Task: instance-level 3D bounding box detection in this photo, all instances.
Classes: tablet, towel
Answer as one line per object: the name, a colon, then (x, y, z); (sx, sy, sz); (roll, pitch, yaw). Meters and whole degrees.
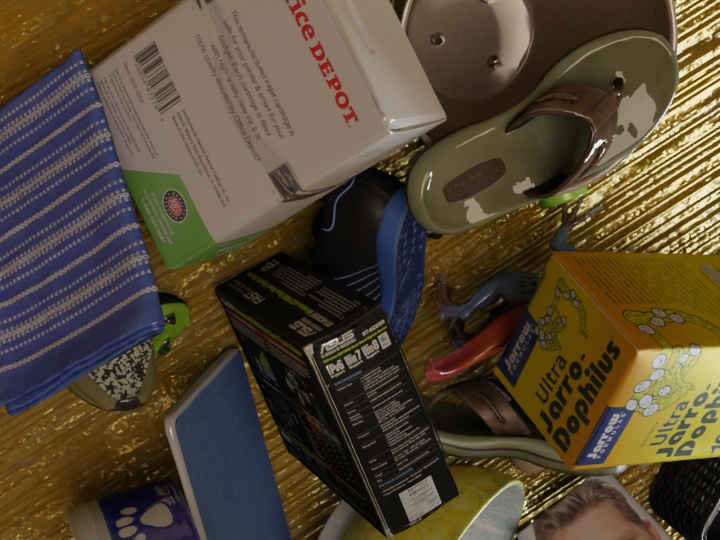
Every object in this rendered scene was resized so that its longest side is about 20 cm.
tablet: (-0.092, 0.171, 1.063); (0.014, 0.130, 0.200); (-7, 108, 21)
towel: (-0.205, -0.022, 0.934); (0.145, 0.024, 0.200); (-28, 71, 27)

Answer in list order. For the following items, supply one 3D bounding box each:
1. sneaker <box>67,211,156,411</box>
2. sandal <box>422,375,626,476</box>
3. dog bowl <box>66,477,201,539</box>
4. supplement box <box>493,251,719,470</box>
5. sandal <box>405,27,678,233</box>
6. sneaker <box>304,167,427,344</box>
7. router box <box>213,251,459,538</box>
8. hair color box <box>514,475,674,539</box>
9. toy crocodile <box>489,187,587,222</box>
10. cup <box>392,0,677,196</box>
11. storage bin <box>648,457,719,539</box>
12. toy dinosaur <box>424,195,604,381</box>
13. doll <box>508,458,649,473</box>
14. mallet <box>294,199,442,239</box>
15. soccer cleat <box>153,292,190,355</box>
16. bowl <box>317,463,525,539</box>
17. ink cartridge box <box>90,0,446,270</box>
sneaker: (-0.177, -0.006, 0.956); (0.077, 0.089, 0.200); (-10, 71, -22)
sandal: (0.108, 0.110, 1.106); (0.200, 0.080, 0.057); (10, 103, 1)
dog bowl: (-0.140, 0.251, 1.020); (0.079, 0.200, 0.201); (-17, 108, -14)
supplement box: (0.217, 0.062, 1.035); (0.200, 0.110, 0.109); (0, 126, -34)
sandal: (0.124, -0.081, 0.930); (0.201, 0.057, 0.080); (-33, 111, -7)
sneaker: (0.000, 0.000, 1.051); (0.070, 0.078, 0.200); (-50, 158, -38)
router box: (-0.021, 0.080, 1.013); (0.062, 0.200, 0.150); (-29, 111, -15)
hair color box: (0.219, 0.263, 1.132); (0.100, 0.200, 0.061); (-34, 156, -20)
toy crocodile: (0.113, -0.073, 1.082); (0.200, 0.062, 0.068); (-18, 95, -12)
cup: (0.100, -0.163, 1.018); (0.200, 0.143, 0.201); (-4, 105, -16)
storage bin: (0.350, 0.151, 1.199); (0.135, 0.094, 0.200); (26, 96, -21)
toy dinosaur: (0.156, 0.036, 1.089); (0.181, 0.200, 0.105); (-6, 125, 17)
doll: (0.206, 0.103, 1.167); (0.200, 0.048, 0.137); (-32, 116, -7)
mallet: (-0.028, -0.054, 1.067); (0.200, 0.041, 0.066); (0, 106, -21)
soccer cleat: (-0.216, 0.040, 1.017); (0.200, 0.081, 0.068); (-15, 143, -31)
bowl: (0.029, 0.222, 1.101); (0.108, 0.200, 0.200); (28, 96, 22)
ink cartridge box: (-0.065, -0.111, 0.936); (0.200, 0.084, 0.146); (-29, 85, 31)
